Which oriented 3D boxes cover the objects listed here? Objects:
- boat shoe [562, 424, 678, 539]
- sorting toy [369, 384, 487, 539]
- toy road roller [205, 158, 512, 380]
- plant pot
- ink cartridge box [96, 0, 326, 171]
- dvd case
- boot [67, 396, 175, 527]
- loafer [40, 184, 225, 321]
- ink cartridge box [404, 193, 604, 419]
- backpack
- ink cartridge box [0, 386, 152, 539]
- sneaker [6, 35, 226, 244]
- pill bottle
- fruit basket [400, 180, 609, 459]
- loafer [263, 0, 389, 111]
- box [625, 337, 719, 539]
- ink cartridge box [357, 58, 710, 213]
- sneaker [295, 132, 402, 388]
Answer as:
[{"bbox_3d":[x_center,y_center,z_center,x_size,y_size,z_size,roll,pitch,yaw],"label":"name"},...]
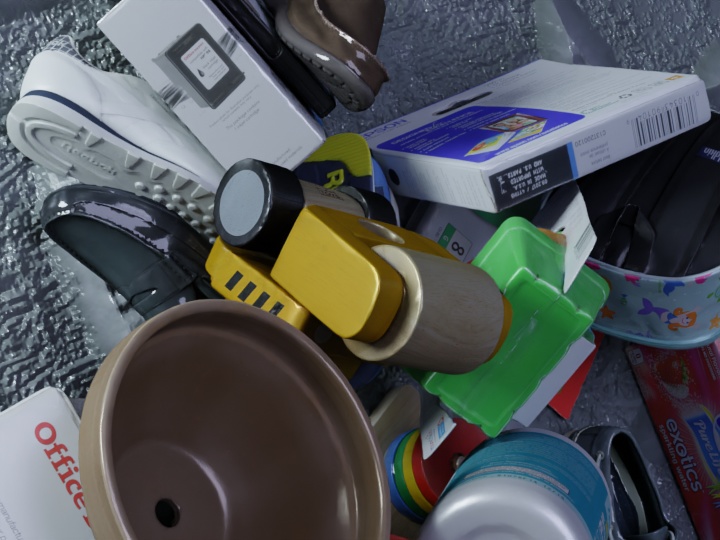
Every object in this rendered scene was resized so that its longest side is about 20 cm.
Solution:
[{"bbox_3d":[0.211,0.213,1.345,0.073,0.062,0.200,-16,83,-38],"label":"boat shoe"},{"bbox_3d":[0.057,0.210,1.233,0.199,0.070,0.200,48,54,-12],"label":"sorting toy"},{"bbox_3d":[-0.018,0.030,1.107,0.123,0.200,0.146,13,107,-45],"label":"toy road roller"},{"bbox_3d":[-0.086,0.124,0.984,0.201,0.093,0.201,24,53,-35],"label":"plant pot"},{"bbox_3d":[-0.114,-0.150,1.208,0.067,0.116,0.200,-40,101,6],"label":"ink cartridge box"},{"bbox_3d":[-0.090,-0.195,1.247,0.018,0.143,0.200,-40,102,5],"label":"dvd case"},{"bbox_3d":[-0.125,0.164,1.127,0.200,0.077,0.139,9,72,-18],"label":"boot"},{"bbox_3d":[-0.127,0.008,1.176,0.200,0.068,0.070,31,50,-27],"label":"loafer"},{"bbox_3d":[0.132,-0.006,1.378,0.200,0.050,0.161,39,55,-15],"label":"ink cartridge box"},{"bbox_3d":[0.228,-0.028,1.334,0.200,0.177,0.151,-48,148,-43],"label":"backpack"},{"bbox_3d":[-0.229,0.178,1.003,0.200,0.084,0.146,-30,91,-23],"label":"ink cartridge box"},{"bbox_3d":[-0.141,-0.084,1.201,0.200,0.076,0.081,35,47,-22],"label":"sneaker"},{"bbox_3d":[0.103,0.166,1.128,0.111,0.111,0.200,60,16,-2],"label":"pill bottle"},{"bbox_3d":[0.102,0.029,1.205,0.094,0.185,0.200,38,13,-3],"label":"fruit basket"},{"bbox_3d":[-0.018,-0.177,1.222,0.073,0.071,0.200,45,8,-32],"label":"loafer"},{"bbox_3d":[0.311,0.130,1.422,0.095,0.100,0.200,-17,85,-38],"label":"box"},{"bbox_3d":[0.119,-0.104,1.299,0.198,0.200,0.043,-24,111,-23],"label":"ink cartridge box"},{"bbox_3d":[0.000,0.000,1.250,0.082,0.074,0.200,57,27,-53],"label":"sneaker"}]
